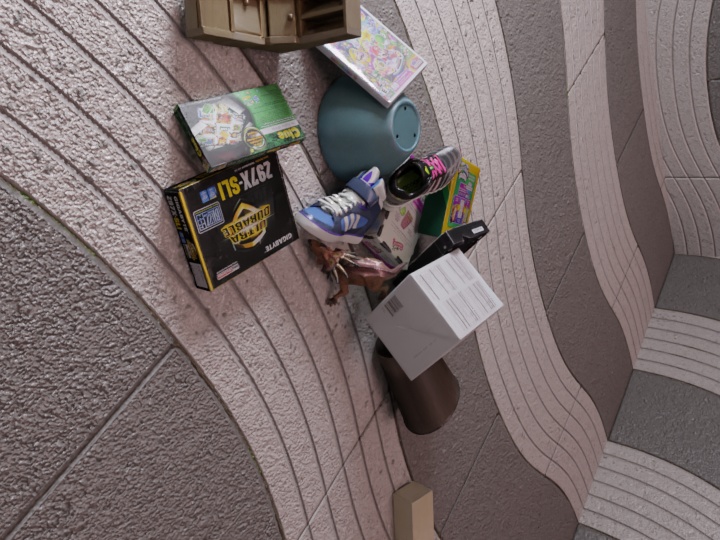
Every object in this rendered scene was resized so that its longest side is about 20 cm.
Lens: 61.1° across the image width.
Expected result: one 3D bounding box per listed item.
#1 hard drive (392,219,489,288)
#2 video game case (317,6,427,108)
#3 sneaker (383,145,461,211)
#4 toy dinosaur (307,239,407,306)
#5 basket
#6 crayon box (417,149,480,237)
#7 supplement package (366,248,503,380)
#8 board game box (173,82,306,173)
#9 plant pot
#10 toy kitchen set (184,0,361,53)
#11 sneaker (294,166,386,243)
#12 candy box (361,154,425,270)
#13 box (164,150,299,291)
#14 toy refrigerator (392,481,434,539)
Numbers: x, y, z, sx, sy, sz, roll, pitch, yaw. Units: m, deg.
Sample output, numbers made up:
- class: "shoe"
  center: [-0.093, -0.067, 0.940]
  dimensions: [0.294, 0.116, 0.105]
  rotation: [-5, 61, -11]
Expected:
- class: "hard drive"
  center: [0.171, -0.030, 1.310]
  dimensions: [0.138, 0.200, 0.038]
  rotation: [-20, 70, -43]
- class: "video game case"
  center: [0.010, -0.396, 1.091]
  dimensions: [0.199, 0.018, 0.144]
  rotation: [40, 58, -1]
- class: "sneaker"
  center: [0.125, -0.187, 1.182]
  dimensions: [0.198, 0.087, 0.074]
  rotation: [-32, 86, -15]
- class: "toy dinosaur"
  center: [0.000, 0.000, 1.133]
  dimensions: [0.136, 0.196, 0.087]
  rotation: [102, -14, -63]
- class: "basket"
  center: [0.120, 0.218, 1.327]
  dimensions: [0.202, 0.134, 0.181]
  rotation: [62, 37, -29]
- class: "crayon box"
  center: [0.198, -0.158, 1.342]
  dimensions: [0.199, 0.057, 0.176]
  rotation: [0, 103, -66]
- class: "supplement package"
  center: [0.147, 0.081, 1.193]
  dimensions: [0.151, 0.152, 0.199]
  rotation: [52, 38, 11]
- class: "board game box"
  center: [-0.180, -0.225, 0.943]
  dimensions: [0.199, 0.023, 0.106]
  rotation: [-29, 88, -44]
- class: "plant pot"
  center: [0.034, -0.267, 1.144]
  dimensions: [0.198, 0.133, 0.204]
  rotation: [-10, 103, -49]
- class: "toy kitchen set"
  center: [-0.129, -0.424, 0.885]
  dimensions: [0.199, 0.178, 0.167]
  rotation: [-16, 107, -52]
- class: "sneaker"
  center: [-0.026, -0.129, 1.097]
  dimensions: [0.199, 0.080, 0.148]
  rotation: [6, 117, -59]
- class: "candy box"
  center: [0.079, -0.122, 1.276]
  dimensions: [0.136, 0.060, 0.203]
  rotation: [44, 62, -47]
- class: "box"
  center: [-0.195, -0.085, 0.961]
  dimensions: [0.199, 0.049, 0.162]
  rotation: [-35, 119, -42]
- class: "toy refrigerator"
  center: [0.124, 0.612, 1.438]
  dimensions: [0.075, 0.069, 0.204]
  rotation: [-14, 106, -41]
